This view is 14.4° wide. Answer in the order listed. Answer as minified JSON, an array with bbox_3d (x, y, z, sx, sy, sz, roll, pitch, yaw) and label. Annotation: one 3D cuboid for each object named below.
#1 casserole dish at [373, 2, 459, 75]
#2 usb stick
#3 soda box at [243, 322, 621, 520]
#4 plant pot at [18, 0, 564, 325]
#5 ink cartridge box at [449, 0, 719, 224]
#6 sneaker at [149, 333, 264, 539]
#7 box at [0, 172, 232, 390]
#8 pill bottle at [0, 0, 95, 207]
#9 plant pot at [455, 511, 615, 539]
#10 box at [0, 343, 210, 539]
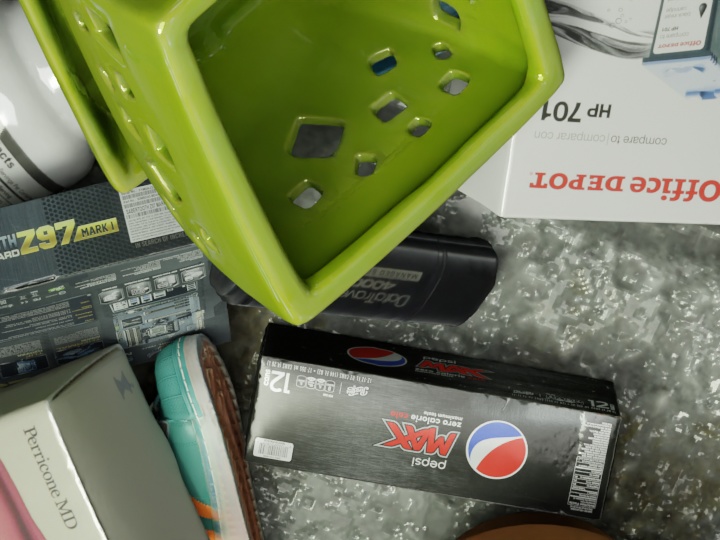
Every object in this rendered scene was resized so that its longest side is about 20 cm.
[{"bbox_3d":[0.003,-0.166,1.518,0.200,0.039,0.121,-24,103,9],"label":"casserole dish"},{"bbox_3d":[0.000,0.000,1.501,0.033,0.200,0.055,46,115,33],"label":"usb stick"},{"bbox_3d":[0.039,0.082,1.567,0.200,0.071,0.063,10,104,-1],"label":"soda box"},{"bbox_3d":[-0.048,-0.128,1.364,0.200,0.181,0.199,-42,133,-20],"label":"plant pot"},{"bbox_3d":[0.133,-0.130,1.476,0.146,0.086,0.200,1,106,-24],"label":"ink cartridge box"},{"bbox_3d":[-0.100,0.127,1.570,0.080,0.071,0.200,-6,120,4],"label":"sneaker"},{"bbox_3d":[-0.170,0.014,1.498,0.200,0.158,0.051,-13,69,-5],"label":"box"},{"bbox_3d":[-0.211,-0.076,1.511,0.200,0.116,0.116,-30,102,9],"label":"pill bottle"},{"bbox_3d":[0.098,0.220,1.568,0.200,0.140,0.200,1,105,3],"label":"plant pot"},{"bbox_3d":[-0.201,0.140,1.505,0.200,0.109,0.128,-22,96,21],"label":"box"}]
